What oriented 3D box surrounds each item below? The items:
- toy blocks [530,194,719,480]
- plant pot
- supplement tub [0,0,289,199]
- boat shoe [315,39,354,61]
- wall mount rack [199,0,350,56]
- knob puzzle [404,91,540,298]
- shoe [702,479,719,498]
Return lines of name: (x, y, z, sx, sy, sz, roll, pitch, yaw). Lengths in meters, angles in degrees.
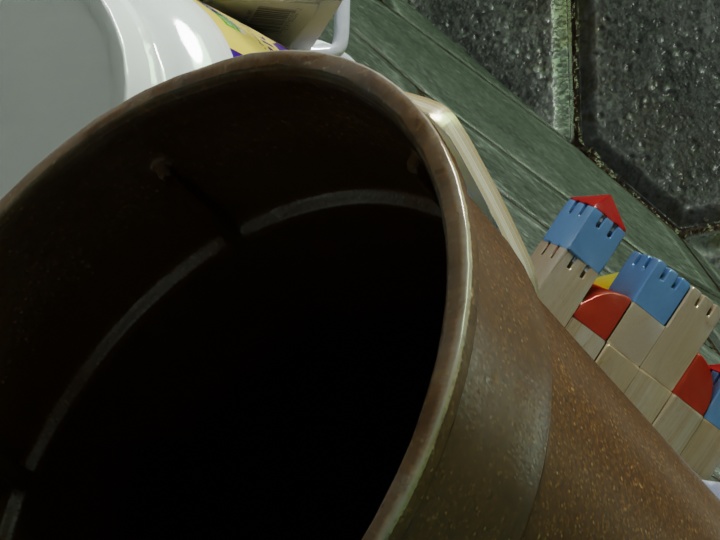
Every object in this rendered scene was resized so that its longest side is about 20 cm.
toy blocks: (0.127, 0.050, 1.244, 0.200, 0.137, 0.100, 37, -6, -28)
plant pot: (0.000, 0.081, 0.627, 0.198, 0.200, 0.200, 40, 6, -40)
supplement tub: (-0.081, -0.033, 0.932, 0.145, 0.145, 0.200, 44, 12, 31)
boat shoe: (-0.018, -0.037, 1.262, 0.065, 0.074, 0.200, 28, -36, 48)
wall mount rack: (-0.076, -0.133, 0.987, 0.173, 0.075, 0.200, 4, -13, -13)
knob puzzle: (0.000, 0.000, 1.059, 0.220, 0.220, 0.030, 40, 51, 15)
shoe: (0.112, 0.133, 1.088, 0.071, 0.091, 0.200, 11, -5, -40)
